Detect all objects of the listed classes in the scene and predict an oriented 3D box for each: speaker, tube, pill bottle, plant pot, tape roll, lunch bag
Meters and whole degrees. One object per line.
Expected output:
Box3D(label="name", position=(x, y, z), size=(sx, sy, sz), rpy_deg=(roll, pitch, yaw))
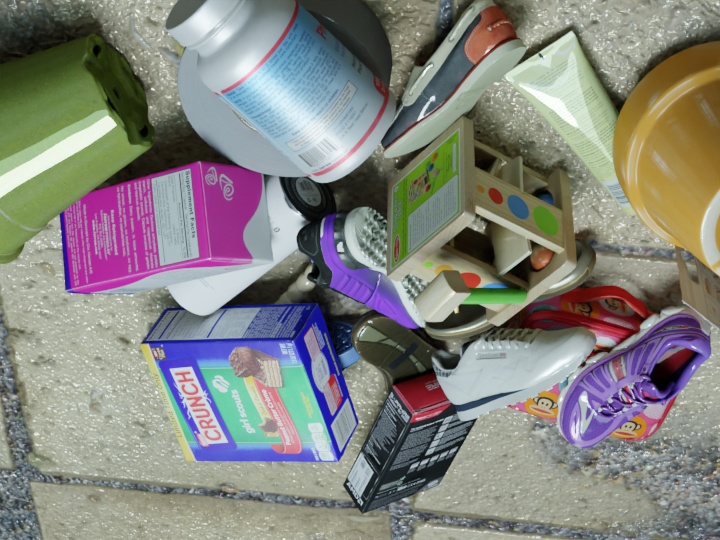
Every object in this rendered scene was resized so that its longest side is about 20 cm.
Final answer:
Box3D(label="speaker", position=(-0.121, -0.032, 1.483), size=(0.081, 0.081, 0.200), rpy_deg=(37, 127, -23))
Box3D(label="tube", position=(0.227, -0.140, 1.359), size=(0.200, 0.058, 0.052), rpy_deg=(47, 161, -27))
Box3D(label="pill bottle", position=(-0.071, -0.177, 1.234), size=(0.109, 0.109, 0.200), rpy_deg=(-32, 121, 31))
Box3D(label="plant pot", position=(-0.310, -0.134, 1.364), size=(0.190, 0.200, 0.200), rpy_deg=(-24, 126, 12))
Box3D(label="tape roll", position=(-0.072, -0.187, 1.344), size=(0.200, 0.066, 0.200), rpy_deg=(4, 133, 4))
Box3D(label="plant pot", position=(0.346, -0.082, 1.266), size=(0.200, 0.183, 0.200), rpy_deg=(-2, 120, -3))
Box3D(label="lunch bag", position=(0.260, 0.092, 1.546), size=(0.200, 0.082, 0.176), rpy_deg=(16, 128, -5))

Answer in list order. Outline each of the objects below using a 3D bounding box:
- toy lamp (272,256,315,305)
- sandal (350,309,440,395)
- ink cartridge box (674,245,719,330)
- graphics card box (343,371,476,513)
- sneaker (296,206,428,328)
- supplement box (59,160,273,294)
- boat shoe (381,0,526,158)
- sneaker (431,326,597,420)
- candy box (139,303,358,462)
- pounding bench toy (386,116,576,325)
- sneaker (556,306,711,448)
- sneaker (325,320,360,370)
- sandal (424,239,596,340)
Box3D(label="toy lamp", position=(-0.062, 0.017, 1.536), size=(0.058, 0.058, 0.200), rpy_deg=(27, 131, -16))
Box3D(label="sandal", position=(0.038, 0.091, 1.579), size=(0.082, 0.055, 0.200), rpy_deg=(-41, 142, 4))
Box3D(label="ink cartridge box", position=(0.372, 0.044, 1.425), size=(0.200, 0.161, 0.050), rpy_deg=(34, 125, -21))
Box3D(label="graphics card box", position=(0.067, 0.196, 1.643), size=(0.125, 0.051, 0.200), rpy_deg=(-16, 144, -34))
Box3D(label="sneaker", position=(0.000, -0.001, 1.447), size=(0.099, 0.070, 0.200), rpy_deg=(-9, 146, 26))
Box3D(label="supplement box", position=(-0.199, -0.040, 1.423), size=(0.200, 0.103, 0.101), rpy_deg=(-10, 173, 33))
Box3D(label="boat shoe", position=(0.077, -0.178, 1.333), size=(0.063, 0.071, 0.200), rpy_deg=(57, 135, 11))
Box3D(label="sneaker", position=(0.158, 0.094, 1.477), size=(0.200, 0.076, 0.081), rpy_deg=(-28, 93, 39))
Box3D(label="candy box", position=(-0.123, 0.126, 1.555), size=(0.200, 0.077, 0.169), rpy_deg=(-3, 121, 27))
Box3D(label="pounding bench toy", position=(0.124, -0.014, 1.365), size=(0.156, 0.200, 0.124), rpy_deg=(25, 136, -26))
Box3D(label="sneaker", position=(0.283, 0.119, 1.461), size=(0.081, 0.083, 0.200), rpy_deg=(36, 115, -15))
Box3D(label="sneaker", position=(-0.068, 0.117, 1.625), size=(0.200, 0.070, 0.078), rpy_deg=(-16, 130, 31))
Box3D(label="sandal", position=(0.151, 0.009, 1.482), size=(0.200, 0.080, 0.054), rpy_deg=(-24, 127, 22))
